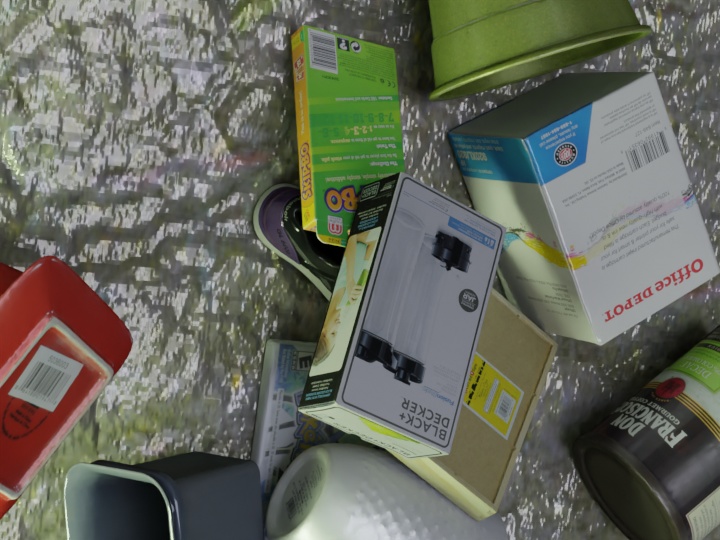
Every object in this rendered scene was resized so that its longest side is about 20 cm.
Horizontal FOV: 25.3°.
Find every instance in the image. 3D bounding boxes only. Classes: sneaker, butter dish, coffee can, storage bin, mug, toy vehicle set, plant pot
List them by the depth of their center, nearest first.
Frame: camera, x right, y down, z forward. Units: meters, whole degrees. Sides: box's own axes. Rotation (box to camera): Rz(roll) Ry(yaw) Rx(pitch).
[{"bbox_3d":[-0.301,0.070,1.236,0.200,0.148,0.200,-52,155,-10],"label":"butter dish"},{"bbox_3d":[-0.157,0.245,1.333,0.134,0.145,0.201,-13,103,-51],"label":"storage bin"},{"bbox_3d":[0.014,0.243,1.347,0.175,0.200,0.148,33,118,-23],"label":"mug"},{"bbox_3d":[0.127,-0.265,1.379,0.199,0.200,0.191,-17,90,-22],"label":"plant pot"},{"bbox_3d":[0.094,0.101,1.387,0.124,0.026,0.200,40,47,-14],"label":"toy vehicle set"},{"bbox_3d":[0.000,0.000,1.389,0.200,0.087,0.076,32,82,-25],"label":"sneaker"},{"bbox_3d":[0.324,0.160,1.528,0.200,0.146,0.147,-36,110,-17],"label":"coffee can"}]

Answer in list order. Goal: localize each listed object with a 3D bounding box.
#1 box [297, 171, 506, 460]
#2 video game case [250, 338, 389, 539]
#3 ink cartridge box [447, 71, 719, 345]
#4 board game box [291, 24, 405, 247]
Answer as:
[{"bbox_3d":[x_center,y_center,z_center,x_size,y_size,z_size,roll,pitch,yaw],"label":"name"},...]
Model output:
[{"bbox_3d":[0.036,0.038,1.283,0.116,0.060,0.201,27,68,-26],"label":"box"},{"bbox_3d":[-0.012,0.168,1.441,0.181,0.022,0.201,6,94,-26],"label":"video game case"},{"bbox_3d":[0.199,-0.059,1.443,0.147,0.144,0.201,-27,107,-20],"label":"ink cartridge box"},{"bbox_3d":[-0.008,-0.106,1.354,0.095,0.030,0.201,10,61,-31],"label":"board game box"}]
